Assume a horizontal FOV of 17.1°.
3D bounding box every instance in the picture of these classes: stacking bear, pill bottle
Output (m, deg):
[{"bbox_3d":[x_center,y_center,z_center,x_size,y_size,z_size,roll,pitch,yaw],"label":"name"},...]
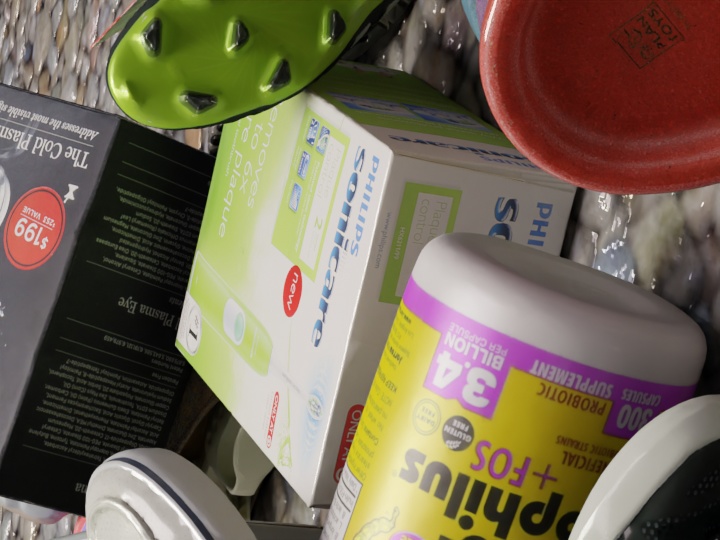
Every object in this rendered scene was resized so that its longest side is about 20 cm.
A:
[{"bbox_3d":[0.085,-0.122,0.800,0.114,0.121,0.200,-35,28,18],"label":"stacking bear"},{"bbox_3d":[0.039,0.096,0.819,0.104,0.104,0.201,40,114,65],"label":"pill bottle"}]

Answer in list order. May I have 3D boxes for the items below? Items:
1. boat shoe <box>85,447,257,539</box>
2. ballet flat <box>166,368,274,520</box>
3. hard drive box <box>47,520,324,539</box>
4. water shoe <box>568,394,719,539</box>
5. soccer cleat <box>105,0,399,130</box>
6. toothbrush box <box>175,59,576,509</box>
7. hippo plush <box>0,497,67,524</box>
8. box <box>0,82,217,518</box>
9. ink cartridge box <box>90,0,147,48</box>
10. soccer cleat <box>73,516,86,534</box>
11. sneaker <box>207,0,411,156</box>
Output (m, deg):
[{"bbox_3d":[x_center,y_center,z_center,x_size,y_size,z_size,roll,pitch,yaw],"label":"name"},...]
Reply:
[{"bbox_3d":[-0.065,0.150,0.794,0.075,0.086,0.202,-54,54,45],"label":"boat shoe"},{"bbox_3d":[-0.072,0.095,1.178,0.067,0.068,0.200,-111,34,-41],"label":"ballet flat"},{"bbox_3d":[-0.085,0.184,0.960,0.200,0.076,0.157,156,119,-65],"label":"hard drive box"},{"bbox_3d":[0.100,0.137,0.758,0.079,0.071,0.201,34,117,37],"label":"water shoe"},{"bbox_3d":[-0.022,-0.117,0.998,0.068,0.200,0.081,56,163,-4],"label":"soccer cleat"},{"bbox_3d":[0.000,0.000,1.001,0.200,0.086,0.146,-139,59,-63],"label":"toothbrush box"},{"bbox_3d":[-0.144,0.026,1.315,0.160,0.159,0.201,-24,65,25],"label":"hippo plush"},{"bbox_3d":[-0.175,0.006,1.168,0.199,0.104,0.183,16,87,42],"label":"box"},{"bbox_3d":[-0.038,-0.191,1.008,0.200,0.057,0.163,-38,5,21],"label":"ink cartridge box"},{"bbox_3d":[-0.123,0.202,1.277,0.076,0.066,0.201,-47,38,49],"label":"soccer cleat"},{"bbox_3d":[-0.031,-0.136,1.133,0.200,0.078,0.089,123,145,-47],"label":"sneaker"}]
